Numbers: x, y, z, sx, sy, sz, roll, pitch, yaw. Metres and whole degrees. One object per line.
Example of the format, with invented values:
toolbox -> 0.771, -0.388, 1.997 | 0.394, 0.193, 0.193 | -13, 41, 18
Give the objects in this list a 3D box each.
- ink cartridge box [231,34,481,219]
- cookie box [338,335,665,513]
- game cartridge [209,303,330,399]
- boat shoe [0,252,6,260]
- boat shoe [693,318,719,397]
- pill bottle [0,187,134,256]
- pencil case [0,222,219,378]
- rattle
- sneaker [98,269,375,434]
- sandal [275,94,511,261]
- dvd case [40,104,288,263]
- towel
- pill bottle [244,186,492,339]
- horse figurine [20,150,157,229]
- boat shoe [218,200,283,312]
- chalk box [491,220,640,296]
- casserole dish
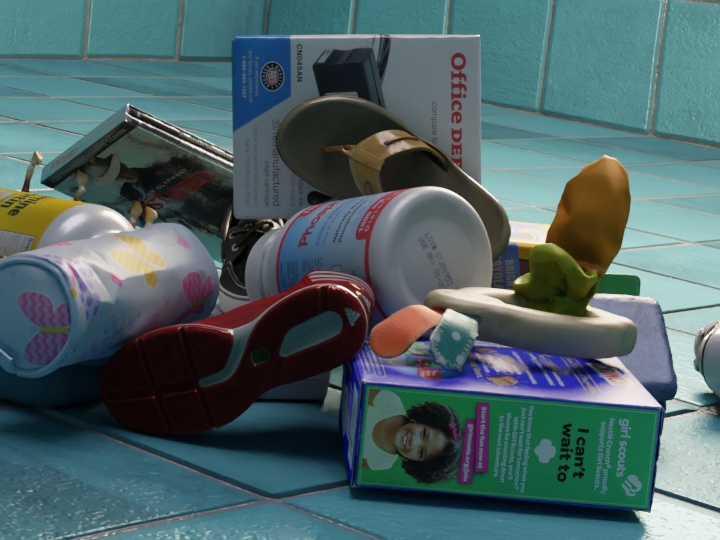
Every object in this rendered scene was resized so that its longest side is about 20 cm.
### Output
ink cartridge box -> -0.003, -0.115, 1.666 | 0.198, 0.146, 0.084 | -1, 4, -2
cookie box -> 0.089, 0.100, 1.412 | 0.198, 0.076, 0.171 | 5, 9, -4
game cartridge -> -0.098, 0.060, 1.641 | 0.132, 0.041, 0.200 | 7, 10, -20
boat shoe -> -0.299, 0.005, 1.527 | 0.073, 0.063, 0.200 | 2, 12, -25
boat shoe -> 0.310, 0.068, 1.742 | 0.065, 0.073, 0.200 | 6, 8, 27
pill bottle -> -0.241, -0.001, 1.646 | 0.199, 0.113, 0.112 | 10, 11, 39
pencil case -> -0.181, 0.019, 1.454 | 0.083, 0.091, 0.200 | 50, 24, 12
rattle -> 0.104, -0.005, 1.419 | 0.199, 0.144, 0.130 | 8, 22, -35
sneaker -> -0.076, 0.056, 1.456 | 0.198, 0.079, 0.115 | -14, 5, 15
sandal -> 0.030, -0.070, 1.599 | 0.199, 0.081, 0.054 | 32, -1, -3
dvd case -> -0.160, -0.072, 1.831 | 0.199, 0.022, 0.146 | 26, -35, -30
towel -> 0.136, 0.064, 1.595 | 0.198, 0.049, 0.112 | 2, 50, -5
pill bottle -> 0.000, 0.000, 1.563 | 0.108, 0.110, 0.199 | -1, -3, -36
horse figurine -> -0.241, -0.011, 1.769 | 0.199, 0.133, 0.050 | 26, 1, 23
boat shoe -> -0.085, -0.017, 1.727 | 0.069, 0.067, 0.200 | -7, 19, 0
chalk box -> 0.128, 0.028, 1.698 | 0.198, 0.126, 0.124 | 5, 10, 0
casserole dish -> -0.255, 0.062, 1.525 | 0.199, 0.039, 0.121 | 12, 12, 33
